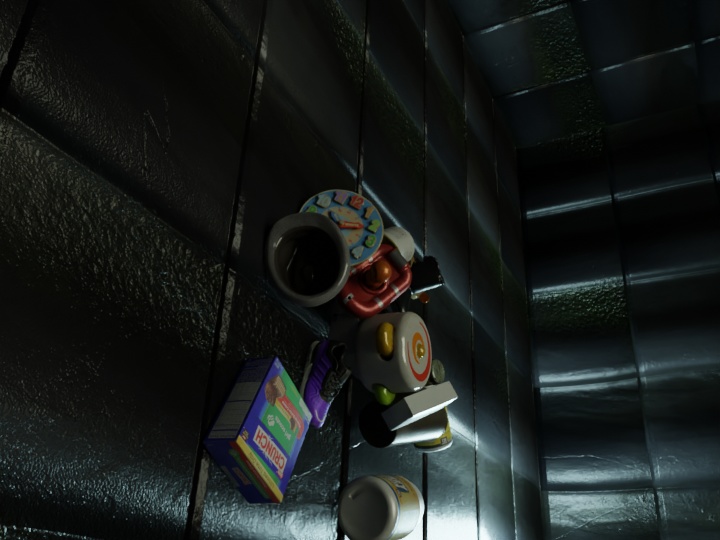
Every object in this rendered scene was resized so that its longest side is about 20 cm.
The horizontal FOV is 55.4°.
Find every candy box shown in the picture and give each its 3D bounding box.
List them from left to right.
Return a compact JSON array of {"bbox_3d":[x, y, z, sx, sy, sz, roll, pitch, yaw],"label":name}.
[{"bbox_3d":[-0.177,0.284,1.234,0.170,0.077,0.200,64,30,-31],"label":"candy box"}]

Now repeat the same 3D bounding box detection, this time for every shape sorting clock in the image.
[{"bbox_3d":[-0.046,-0.099,1.554,0.039,0.199,0.201,108,-11,-59],"label":"shape sorting clock"}]

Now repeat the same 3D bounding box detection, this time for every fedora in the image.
[{"bbox_3d":[-0.110,-0.013,1.439,0.090,0.176,0.201,99,-26,-70],"label":"fedora"}]

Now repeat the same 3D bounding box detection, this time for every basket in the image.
[{"bbox_3d":[0.094,0.367,1.713,0.200,0.180,0.137,2,111,-55],"label":"basket"}]

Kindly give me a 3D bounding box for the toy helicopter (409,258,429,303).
[{"bbox_3d":[0.157,0.016,2.073,0.133,0.079,0.200,58,19,-27],"label":"toy helicopter"}]

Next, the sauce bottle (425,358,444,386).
[{"bbox_3d":[0.110,0.266,1.710,0.065,0.199,0.065,30,51,-47],"label":"sauce bottle"}]

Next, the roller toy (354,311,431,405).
[{"bbox_3d":[0.082,0.186,1.568,0.182,0.139,0.201,-48,126,-57],"label":"roller toy"}]

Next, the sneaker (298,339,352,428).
[{"bbox_3d":[-0.068,0.233,1.458,0.070,0.099,0.201,47,40,-46],"label":"sneaker"}]

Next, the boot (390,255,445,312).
[{"bbox_3d":[0.152,0.049,1.878,0.199,0.162,0.074,-102,172,-51],"label":"boot"}]

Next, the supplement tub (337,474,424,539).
[{"bbox_3d":[0.051,0.536,1.545,0.200,0.144,0.145,28,56,-60],"label":"supplement tub"}]

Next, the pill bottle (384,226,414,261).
[{"bbox_3d":[0.063,-0.050,1.839,0.200,0.114,0.115,-26,104,-65],"label":"pill bottle"}]

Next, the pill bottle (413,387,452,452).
[{"bbox_3d":[0.189,0.401,1.936,0.112,0.112,0.201,-16,95,-65],"label":"pill bottle"}]

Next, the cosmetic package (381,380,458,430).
[{"bbox_3d":[0.143,0.319,1.621,0.200,0.083,0.051,-6,59,-52],"label":"cosmetic package"}]

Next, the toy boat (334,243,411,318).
[{"bbox_3d":[0.032,0.017,1.550,0.200,0.131,0.131,-38,83,-23],"label":"toy boat"}]

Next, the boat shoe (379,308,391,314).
[{"bbox_3d":[0.059,0.136,1.821,0.200,0.060,0.076,37,48,-56],"label":"boat shoe"}]

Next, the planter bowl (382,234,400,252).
[{"bbox_3d":[0.000,0.000,1.668,0.084,0.199,0.201,120,-28,-67],"label":"planter bowl"}]

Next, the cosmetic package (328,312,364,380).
[{"bbox_3d":[0.001,0.188,1.652,0.200,0.081,0.113,44,45,-54],"label":"cosmetic package"}]
